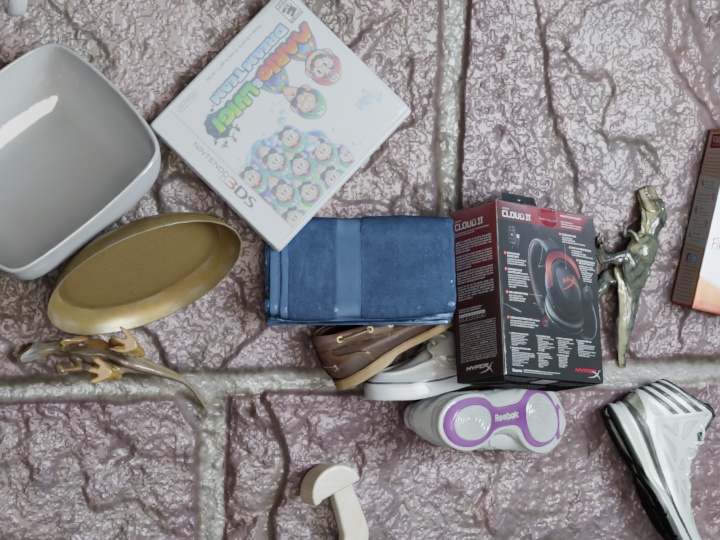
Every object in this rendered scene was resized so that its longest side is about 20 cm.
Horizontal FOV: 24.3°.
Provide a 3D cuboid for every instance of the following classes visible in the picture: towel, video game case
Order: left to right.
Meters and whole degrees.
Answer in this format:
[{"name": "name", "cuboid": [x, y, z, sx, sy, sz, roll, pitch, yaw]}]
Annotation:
[{"name": "video game case", "cuboid": [-0.080, -0.153, 1.691, 0.182, 0.024, 0.200, 44, 83, -2]}, {"name": "towel", "cuboid": [0.000, 0.000, 1.702, 0.198, 0.049, 0.112, -1, 77, 8]}]

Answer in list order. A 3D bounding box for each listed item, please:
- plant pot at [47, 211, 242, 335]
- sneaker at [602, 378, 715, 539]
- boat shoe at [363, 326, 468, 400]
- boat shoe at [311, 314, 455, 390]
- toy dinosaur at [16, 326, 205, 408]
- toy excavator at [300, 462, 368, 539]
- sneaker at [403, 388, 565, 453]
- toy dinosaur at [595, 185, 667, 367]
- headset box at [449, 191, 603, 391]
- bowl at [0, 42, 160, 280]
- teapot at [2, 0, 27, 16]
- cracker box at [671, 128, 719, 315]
[{"name": "plant pot", "cuboid": [-0.211, -0.001, 1.619, 0.199, 0.200, 0.028, -21, 67, -13]}, {"name": "sneaker", "cuboid": [0.358, 0.212, 1.846, 0.115, 0.076, 0.201, -28, 100, -10]}, {"name": "boat shoe", "cuboid": [0.094, 0.090, 1.761, 0.199, 0.072, 0.066, -11, 97, -16]}, {"name": "boat shoe", "cuboid": [0.043, 0.045, 1.741, 0.199, 0.070, 0.071, -32, 105, -13]}, {"name": "toy dinosaur", "cuboid": [-0.237, 0.088, 1.662, 0.199, 0.106, 0.061, 15, 85, -10]}, {"name": "toy excavator", "cuboid": [-0.025, 0.329, 1.749, 0.194, 0.100, 0.200, 44, 70, -17]}, {"name": "sneaker", "cuboid": [0.134, 0.153, 1.782, 0.199, 0.099, 0.075, 7, 86, -39]}, {"name": "toy dinosaur", "cuboid": [0.280, 0.004, 1.821, 0.088, 0.047, 0.201, 11, 96, -23]}, {"name": "headset box", "cuboid": [0.171, 0.018, 1.728, 0.148, 0.075, 0.202, 7, 76, -39]}, {"name": "bowl", "cuboid": [-0.300, -0.097, 1.594, 0.200, 0.075, 0.200, -41, 66, -9]}, {"name": "teapot", "cuboid": [-0.331, -0.372, 1.554, 0.200, 0.146, 0.198, 42, 84, -16]}, {"name": "cracker box", "cuboid": [0.434, -0.045, 1.851, 0.133, 0.058, 0.201, 11, 92, -17]}]
